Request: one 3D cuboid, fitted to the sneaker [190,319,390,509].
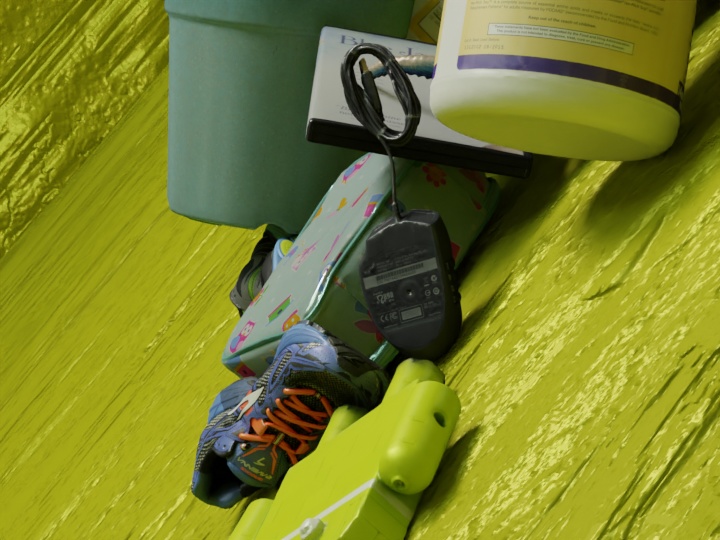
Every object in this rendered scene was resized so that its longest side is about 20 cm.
[{"bbox_3d":[-0.046,0.098,1.404,0.200,0.075,0.079,-45,16,55],"label":"sneaker"}]

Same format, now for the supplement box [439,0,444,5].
[{"bbox_3d":[0.148,-0.212,1.453,0.200,0.126,0.074,-28,20,20],"label":"supplement box"}]

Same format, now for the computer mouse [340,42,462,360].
[{"bbox_3d":[0.025,-0.042,1.381,0.058,0.201,0.034,-13,-9,26],"label":"computer mouse"}]

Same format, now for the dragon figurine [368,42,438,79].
[{"bbox_3d":[0.099,-0.123,1.426,0.200,0.100,0.059,-23,15,18],"label":"dragon figurine"}]

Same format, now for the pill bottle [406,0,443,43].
[{"bbox_3d":[0.079,-0.203,1.759,0.200,0.111,0.111,-44,14,14],"label":"pill bottle"}]

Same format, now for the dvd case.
[{"bbox_3d":[0.039,-0.114,1.491,0.200,0.142,0.018,-86,6,-67],"label":"dvd case"}]

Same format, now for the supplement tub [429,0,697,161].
[{"bbox_3d":[0.124,-0.174,1.303,0.145,0.145,0.201,173,108,-70],"label":"supplement tub"}]

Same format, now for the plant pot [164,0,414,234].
[{"bbox_3d":[-0.061,-0.133,1.675,0.200,0.200,0.197,-135,51,-77],"label":"plant pot"}]

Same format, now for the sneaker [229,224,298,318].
[{"bbox_3d":[-0.051,0.015,1.669,0.083,0.071,0.200,-61,11,3],"label":"sneaker"}]

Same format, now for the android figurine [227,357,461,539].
[{"bbox_3d":[-0.015,0.132,1.250,0.182,0.041,0.200,-37,15,40],"label":"android figurine"}]

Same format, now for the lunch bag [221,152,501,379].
[{"bbox_3d":[0.000,0.000,1.502,0.200,0.077,0.160,-55,14,-29],"label":"lunch bag"}]
